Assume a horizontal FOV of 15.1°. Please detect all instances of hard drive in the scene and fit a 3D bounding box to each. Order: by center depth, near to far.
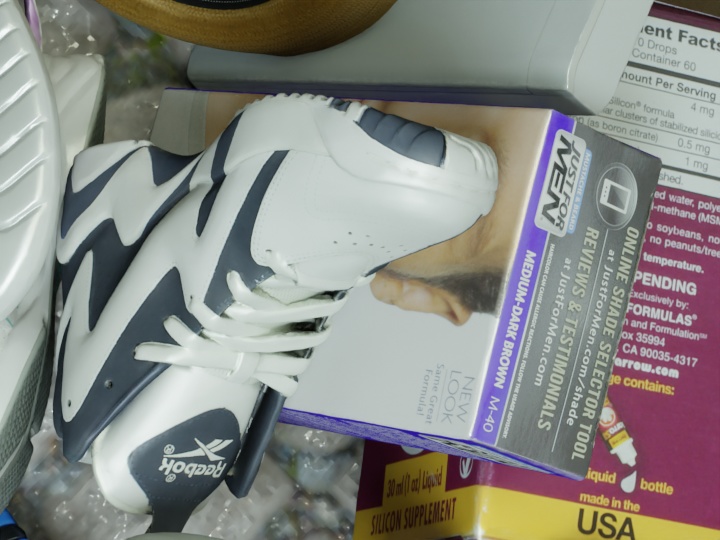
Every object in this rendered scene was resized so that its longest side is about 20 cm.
[{"bbox_3d":[0.032,-0.118,0.965,0.026,0.199,0.133,37,70,-38],"label":"hard drive"}]

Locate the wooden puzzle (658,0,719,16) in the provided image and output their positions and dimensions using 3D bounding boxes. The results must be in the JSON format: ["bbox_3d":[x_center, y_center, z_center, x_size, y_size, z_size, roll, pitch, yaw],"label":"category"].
[{"bbox_3d":[0.136,-0.130,1.011,0.200,0.185,0.037,39,54,-8],"label":"wooden puzzle"}]

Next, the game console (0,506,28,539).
[{"bbox_3d":[-0.184,0.183,0.934,0.199,0.119,0.171,-29,60,-21],"label":"game console"}]

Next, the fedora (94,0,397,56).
[{"bbox_3d":[-0.054,-0.166,0.923,0.200,0.201,0.082,36,53,-10],"label":"fedora"}]

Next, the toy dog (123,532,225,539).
[{"bbox_3d":[0.001,0.139,0.871,0.199,0.132,0.097,4,75,-20],"label":"toy dog"}]

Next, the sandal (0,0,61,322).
[{"bbox_3d":[-0.140,-0.074,0.922,0.082,0.050,0.204,-22,71,20],"label":"sandal"}]

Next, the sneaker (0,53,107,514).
[{"bbox_3d":[-0.141,0.007,0.945,0.080,0.071,0.201,10,57,-3],"label":"sneaker"}]

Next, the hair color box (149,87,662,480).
[{"bbox_3d":[0.000,0.000,0.923,0.065,0.199,0.110,21,80,-43],"label":"hair color box"}]

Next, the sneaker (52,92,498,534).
[{"bbox_3d":[-0.035,0.022,0.847,0.079,0.198,0.131,18,75,-42],"label":"sneaker"}]

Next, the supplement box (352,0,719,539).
[{"bbox_3d":[0.075,0.012,0.991,0.103,0.131,0.201,12,77,-17],"label":"supplement box"}]
